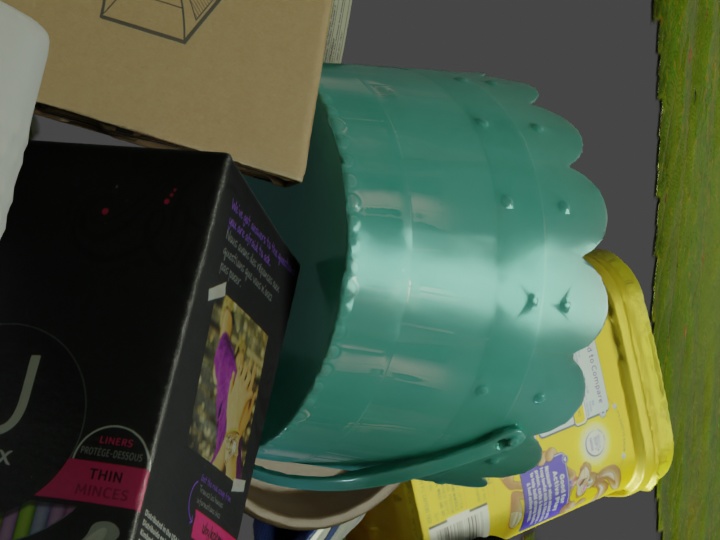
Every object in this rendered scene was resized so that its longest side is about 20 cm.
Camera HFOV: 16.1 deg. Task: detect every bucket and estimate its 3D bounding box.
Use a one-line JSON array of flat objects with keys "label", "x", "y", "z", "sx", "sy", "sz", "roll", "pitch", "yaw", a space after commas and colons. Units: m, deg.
[{"label": "bucket", "x": 0.000, "y": 0.000, "z": 1.158, "sx": 0.134, "sy": 0.207, "sz": 0.209, "roll": 6, "pitch": 88, "yaw": -33}]

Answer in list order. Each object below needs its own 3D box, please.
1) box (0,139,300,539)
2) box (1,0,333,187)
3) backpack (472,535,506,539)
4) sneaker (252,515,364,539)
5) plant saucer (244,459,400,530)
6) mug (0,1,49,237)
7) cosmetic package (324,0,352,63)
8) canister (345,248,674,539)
[{"label": "box", "x": -0.112, "y": 0.059, "z": 1.013, "sx": 0.106, "sy": 0.121, "sz": 0.201, "roll": 59, "pitch": 40, "yaw": -59}, {"label": "box", "x": -0.082, "y": -0.151, "z": 1.048, "sx": 0.162, "sy": 0.021, "sz": 0.202, "roll": 15, "pitch": 77, "yaw": -26}, {"label": "backpack", "x": 0.094, "y": 0.246, "z": 1.363, "sx": 0.167, "sy": 0.200, "sz": 0.127, "roll": -47, "pitch": 143, "yaw": -14}, {"label": "sneaker", "x": -0.023, "y": 0.060, "z": 1.351, "sx": 0.088, "sy": 0.075, "sz": 0.202, "roll": -39, "pitch": 131, "yaw": -68}, {"label": "plant saucer", "x": -0.028, "y": 0.030, "z": 1.290, "sx": 0.199, "sy": 0.029, "sz": 0.202, "roll": -4, "pitch": 96, "yaw": -43}, {"label": "mug", "x": -0.202, "y": -0.011, "z": 0.734, "sx": 0.199, "sy": 0.147, "sz": 0.177, "roll": 19, "pitch": 83, "yaw": -40}, {"label": "cosmetic package", "x": -0.067, "y": -0.147, "z": 1.175, "sx": 0.200, "sy": 0.071, "sz": 0.106, "roll": 48, "pitch": 50, "yaw": -65}, {"label": "canister", "x": 0.077, "y": 0.083, "z": 1.487, "sx": 0.199, "sy": 0.086, "sz": 0.150, "roll": -19, "pitch": 100, "yaw": -36}]
